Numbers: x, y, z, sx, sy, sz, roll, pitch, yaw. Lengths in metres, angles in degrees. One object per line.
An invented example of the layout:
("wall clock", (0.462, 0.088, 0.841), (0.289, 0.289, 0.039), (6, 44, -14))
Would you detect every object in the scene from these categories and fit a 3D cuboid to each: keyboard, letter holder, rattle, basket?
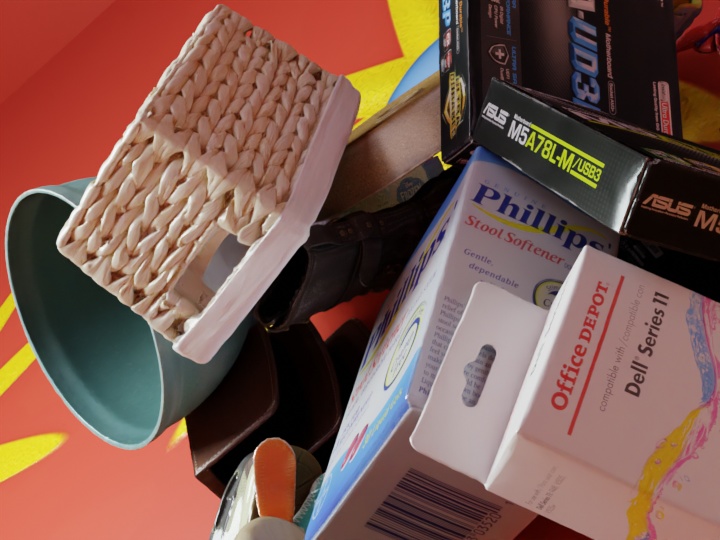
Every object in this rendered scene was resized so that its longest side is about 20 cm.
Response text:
("keyboard", (0.183, 0.001, 0.838), (0.104, 0.040, 0.200), (-30, 34, 3))
("letter holder", (-0.056, 0.091, 0.996), (0.142, 0.101, 0.200), (-41, 26, 6))
("rattle", (-0.051, 0.227, 0.794), (0.200, 0.129, 0.144), (-119, 33, -46))
("basket", (-0.095, -0.064, 0.829), (0.136, 0.123, 0.200), (-49, 12, 32))

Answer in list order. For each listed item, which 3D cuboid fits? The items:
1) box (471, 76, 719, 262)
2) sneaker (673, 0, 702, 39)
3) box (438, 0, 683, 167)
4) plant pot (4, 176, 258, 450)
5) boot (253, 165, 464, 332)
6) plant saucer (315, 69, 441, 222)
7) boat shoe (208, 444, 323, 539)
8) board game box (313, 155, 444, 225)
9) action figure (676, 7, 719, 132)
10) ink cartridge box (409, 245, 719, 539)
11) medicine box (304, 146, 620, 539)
("box", (0.187, -0.045, 0.712), (0.193, 0.199, 0.048), (-126, 53, -63))
("sneaker", (0.175, -0.161, 0.936), (0.200, 0.079, 0.131), (-45, -9, -31))
("box", (0.130, -0.159, 0.839), (0.046, 0.158, 0.202), (146, 128, -64))
("plant pot", (-0.155, 0.013, 0.954), (0.134, 0.202, 0.200), (-27, 11, -37))
("boot", (0.000, 0.000, 0.910), (0.173, 0.069, 0.200), (-24, -24, -26))
("plant saucer", (0.037, -0.106, 0.920), (0.199, 0.036, 0.200), (-34, 9, 6))
("boat shoe", (-0.076, 0.217, 0.853), (0.066, 0.071, 0.202), (-12, 62, 60))
("board game box", (-0.049, -0.030, 1.094), (0.199, 0.044, 0.199), (-19, 8, 34))
("action figure", (0.264, -0.128, 0.856), (0.099, 0.065, 0.200), (-37, 26, -2))
("ink cartridge box", (0.137, 0.069, 0.616), (0.067, 0.199, 0.118), (107, -172, -57))
("medicine box", (0.062, 0.065, 0.768), (0.183, 0.102, 0.201), (120, 171, -49))
